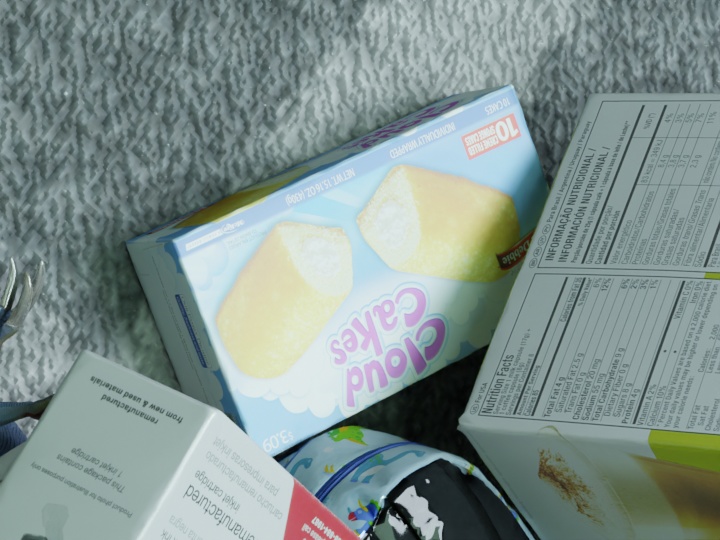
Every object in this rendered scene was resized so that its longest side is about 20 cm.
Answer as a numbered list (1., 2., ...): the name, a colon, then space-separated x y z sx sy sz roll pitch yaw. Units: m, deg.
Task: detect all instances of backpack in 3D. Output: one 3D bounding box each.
1. backpack: 0.019 0.168 1.118 0.163 0.153 0.201 -46 141 -21

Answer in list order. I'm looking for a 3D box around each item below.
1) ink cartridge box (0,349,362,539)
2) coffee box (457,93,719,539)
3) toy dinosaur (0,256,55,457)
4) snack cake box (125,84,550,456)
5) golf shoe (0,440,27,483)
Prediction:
1. ink cartridge box: -0.104 0.159 0.973 0.201 0.083 0.144 -59 142 -13
2. coffee box: 0.195 0.053 1.119 0.200 0.197 0.201 54 49 -43
3. toy dinosaur: -0.193 0.052 1.064 0.199 0.105 0.182 -20 121 15
4. snack cake box: 0.000 0.000 1.147 0.199 0.067 0.116 -26 100 -25
5. golf shoe: -0.193 0.135 1.013 0.200 0.094 0.078 -51 142 -1
